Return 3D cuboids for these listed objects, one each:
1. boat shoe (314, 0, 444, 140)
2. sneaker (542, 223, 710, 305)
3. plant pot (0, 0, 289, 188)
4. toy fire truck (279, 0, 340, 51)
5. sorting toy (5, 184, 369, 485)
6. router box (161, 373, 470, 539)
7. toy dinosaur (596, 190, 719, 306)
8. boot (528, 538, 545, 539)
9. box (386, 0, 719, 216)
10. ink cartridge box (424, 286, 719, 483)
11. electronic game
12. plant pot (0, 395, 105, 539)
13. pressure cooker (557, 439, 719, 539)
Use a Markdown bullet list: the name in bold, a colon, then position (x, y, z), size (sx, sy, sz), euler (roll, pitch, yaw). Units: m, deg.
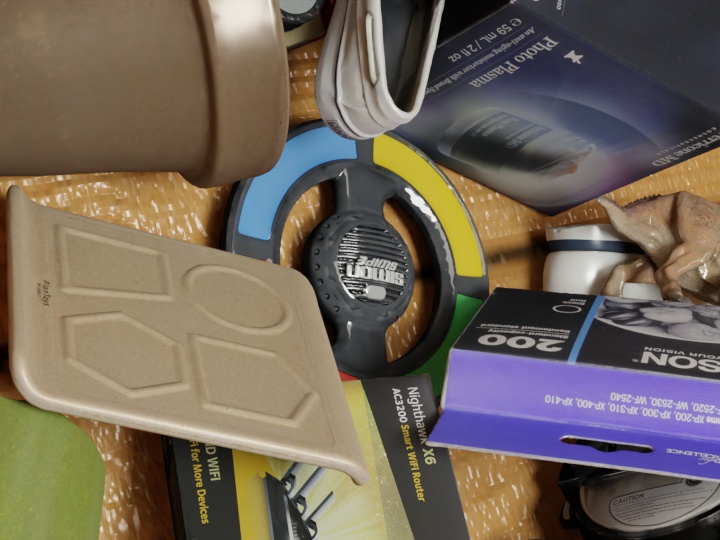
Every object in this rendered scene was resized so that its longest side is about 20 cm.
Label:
- **boat shoe**: position (0.027, -0.174, 0.968), size (0.073, 0.065, 0.201), euler (16, 75, -41)
- **sneaker**: position (0.212, 0.016, 1.161), size (0.199, 0.076, 0.081), euler (6, 82, -26)
- **plant pot**: position (-0.154, -0.129, 0.888), size (0.174, 0.200, 0.201), euler (-16, 86, -20)
- **toy fire truck**: position (-0.029, -0.241, 1.045), size (0.199, 0.129, 0.177), euler (-24, 95, -29)
- **sorting toy**: position (-0.099, 0.038, 0.876), size (0.199, 0.037, 0.185), euler (19, 27, -23)
- **router box**: position (-0.019, 0.161, 0.896), size (0.157, 0.052, 0.201), euler (-5, 58, -14)
- **toy dinosaur**: position (0.240, -0.014, 1.095), size (0.200, 0.086, 0.136), euler (30, 67, -8)
- **boot**: position (0.066, 0.220, 0.992), size (0.200, 0.076, 0.168), euler (49, 51, -7)
- **box**: position (0.120, -0.144, 1.055), size (0.198, 0.200, 0.124), euler (22, 65, -27)
- **ink cartridge box**: position (0.154, 0.061, 0.951), size (0.200, 0.197, 0.044), euler (-48, 142, -68)
- **electronic game**: position (0.000, 0.000, 1.030), size (0.199, 0.042, 0.201), euler (10, 71, -32)
- **plant pot**: position (-0.204, 0.161, 0.774), size (0.200, 0.200, 0.191), euler (30, 49, -24)
- **pressure cooker**: position (0.233, 0.159, 1.052), size (0.176, 0.179, 0.200), euler (-34, 110, -5)
